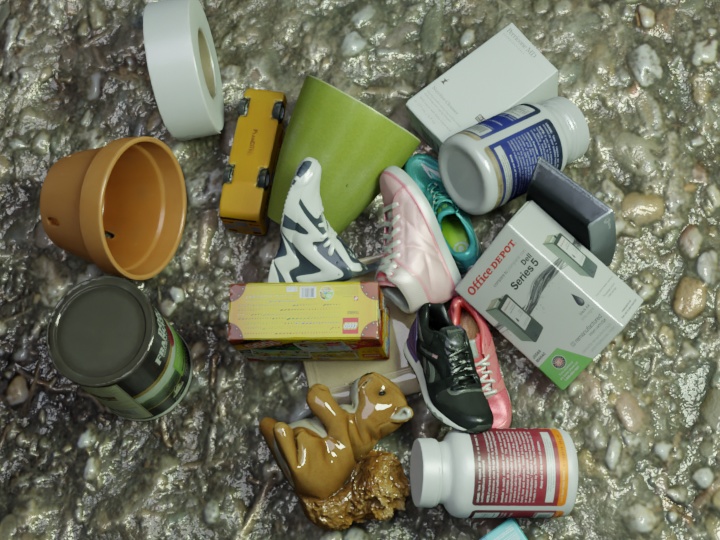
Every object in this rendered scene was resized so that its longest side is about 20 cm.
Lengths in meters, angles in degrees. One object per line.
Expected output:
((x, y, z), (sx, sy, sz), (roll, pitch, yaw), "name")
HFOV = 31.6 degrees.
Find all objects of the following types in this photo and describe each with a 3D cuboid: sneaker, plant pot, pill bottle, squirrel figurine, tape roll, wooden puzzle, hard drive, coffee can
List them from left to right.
((-0.360, -0.093, 1.813), (0.139, 0.200, 0.202), (6, 70, 28), "plant pot")
((-0.321, 0.110, 1.717), (0.145, 0.200, 0.148), (-2, 70, 7), "coffee can")
((-0.256, -0.295, 1.854), (0.070, 0.203, 0.205), (-10, 69, 4), "tape roll")
((-0.045, -0.046, 1.707), (0.128, 0.080, 0.201), (14, 106, -3), "sneaker")
((-0.043, -0.141, 1.795), (0.186, 0.187, 0.201), (30, 93, 17), "plant pot")
((-0.010, 0.237, 1.681), (0.185, 0.142, 0.201), (-26, 85, -14), "squirrel figurine")
((0.005, 0.087, 1.771), (0.183, 0.037, 0.202), (-15, 74, 2), "wooden puzzle")
((0.054, -0.036, 1.719), (0.104, 0.075, 0.202), (-26, 92, -19), "sneaker")
((0.120, -0.086, 1.789), (0.077, 0.080, 0.201), (-27, 68, -1), "sneaker")
((0.114, 0.121, 1.638), (0.075, 0.088, 0.200), (-6, 39, -26), "sneaker")
((0.151, 0.127, 1.704), (0.073, 0.087, 0.202), (-16, 69, 3), "sneaker")
((0.168, 0.257, 1.617), (0.198, 0.113, 0.114), (2, 70, -9), "pill bottle")
((0.215, -0.164, 1.757), (0.199, 0.116, 0.116), (-26, 67, -28), "pill bottle")
((0.278, -0.065, 1.693), (0.135, 0.200, 0.042), (40, 81, 20), "hard drive")

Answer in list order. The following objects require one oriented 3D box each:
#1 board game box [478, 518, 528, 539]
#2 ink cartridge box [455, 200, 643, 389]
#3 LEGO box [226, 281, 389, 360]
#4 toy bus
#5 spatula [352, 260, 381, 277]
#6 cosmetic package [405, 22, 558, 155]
((0.189, 0.440, 1.608), (0.150, 0.047, 0.201), (-33, 70, -5), "board game box")
((0.245, 0.032, 1.667), (0.200, 0.146, 0.084), (42, 41, 7), "ink cartridge box")
((-0.066, 0.069, 1.686), (0.198, 0.149, 0.078), (-1, 75, 7), "LEGO box")
((-0.153, -0.161, 1.855), (0.064, 0.078, 0.202), (7, 72, 11), "toy bus")
((0.000, 0.000, 1.765), (0.198, 0.021, 0.057), (-15, 84, 4), "spatula")
((0.178, -0.248, 1.838), (0.200, 0.081, 0.113), (-40, 68, -6), "cosmetic package")
